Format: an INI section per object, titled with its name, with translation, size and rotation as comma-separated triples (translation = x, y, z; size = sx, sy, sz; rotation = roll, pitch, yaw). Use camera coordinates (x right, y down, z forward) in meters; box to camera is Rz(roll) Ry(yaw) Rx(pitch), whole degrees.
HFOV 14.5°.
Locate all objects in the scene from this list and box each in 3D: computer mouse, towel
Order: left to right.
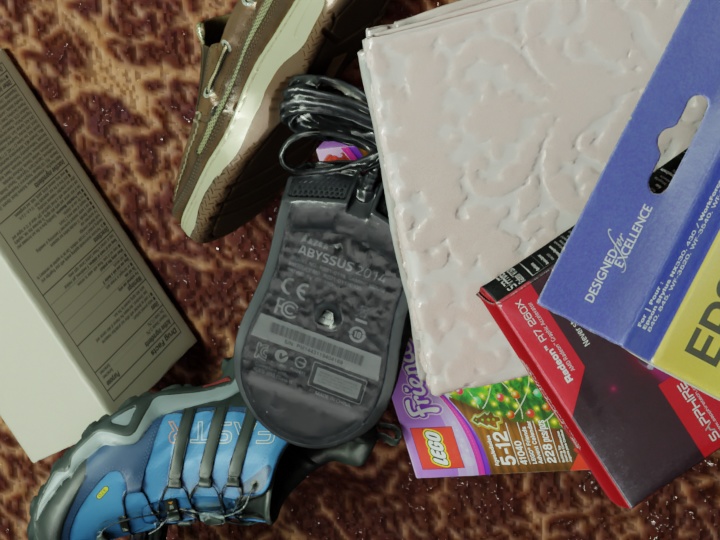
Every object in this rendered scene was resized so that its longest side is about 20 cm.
[computer mouse]
translation = 0.000, 0.000, 1.456
size = 0.138, 0.053, 0.200
rotation = 24, 117, 3
[towel]
translation = 0.103, -0.050, 1.376
size = 0.190, 0.032, 0.201
rotation = -15, 116, -10

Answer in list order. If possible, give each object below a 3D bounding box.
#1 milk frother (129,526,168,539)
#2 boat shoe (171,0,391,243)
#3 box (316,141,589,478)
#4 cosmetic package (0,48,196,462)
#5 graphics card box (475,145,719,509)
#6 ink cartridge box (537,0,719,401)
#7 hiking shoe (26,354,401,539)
[milk frother]
translation = -0.046, 0.192, 1.590
size = 0.187, 0.180, 0.201
rotation = 5, 92, -16
[boat shoe]
translation = -0.052, -0.104, 1.467
size = 0.075, 0.075, 0.203
rotation = 48, 127, 19
[box]
translation = 0.069, 0.012, 1.482
size = 0.136, 0.039, 0.201
rotation = -5, 114, 29
[cosmetic package]
translation = -0.189, -0.009, 1.558
size = 0.073, 0.104, 0.200
rotation = -24, 103, 35
[graphics card box]
translation = 0.173, 0.008, 1.360
size = 0.200, 0.051, 0.126
rotation = -33, 100, -2
[ink cartridge box]
translation = 0.215, -0.025, 1.307
size = 0.199, 0.047, 0.198
rotation = 27, 91, -4
[hiking shoe]
translation = -0.084, 0.105, 1.511
size = 0.087, 0.200, 0.074
rotation = 53, 171, 30
